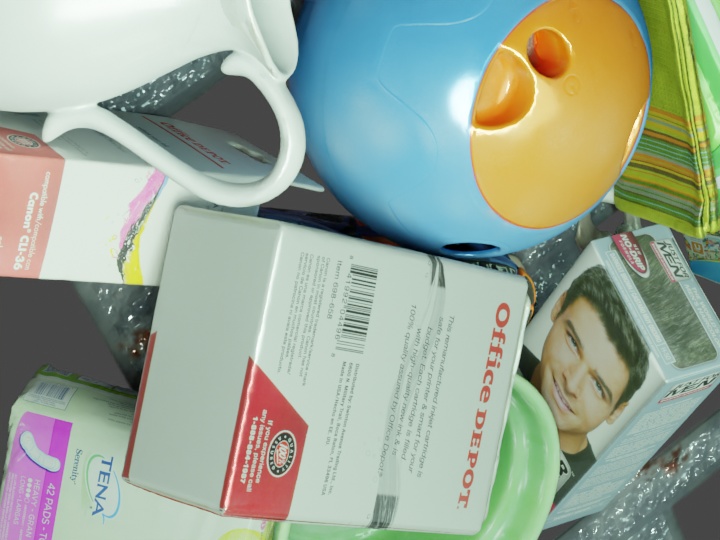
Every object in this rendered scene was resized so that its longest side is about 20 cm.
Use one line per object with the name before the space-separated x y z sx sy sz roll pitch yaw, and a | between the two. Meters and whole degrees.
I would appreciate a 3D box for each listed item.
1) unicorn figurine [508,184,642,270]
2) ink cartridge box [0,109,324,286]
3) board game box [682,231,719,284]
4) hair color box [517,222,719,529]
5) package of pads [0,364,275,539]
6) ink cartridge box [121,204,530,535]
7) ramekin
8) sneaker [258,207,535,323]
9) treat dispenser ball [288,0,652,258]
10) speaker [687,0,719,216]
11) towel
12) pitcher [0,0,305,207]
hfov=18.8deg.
unicorn figurine | 0.112 -0.054 1.331 0.200 0.074 0.138 -36 117 -10
ink cartridge box | -0.132 -0.040 1.145 0.199 0.116 0.068 4 108 -35
board game box | 0.265 -0.074 1.380 0.064 0.147 0.201 -36 126 -26
hair color box | 0.145 0.069 1.333 0.060 0.099 0.200 -13 154 -29
package of pads | -0.130 0.169 1.223 0.153 0.068 0.201 13 108 6
ink cartridge box | -0.013 0.056 1.133 0.199 0.083 0.145 12 89 -46
ramekin | 0.014 0.123 1.322 0.199 0.098 0.201 -16 124 -26
sneaker | 0.000 0.000 1.271 0.199 0.079 0.076 12 112 -11
treat dispenser ball | 0.060 -0.108 1.192 0.200 0.201 0.202 -14 118 -29
speaker | 0.197 -0.137 1.267 0.088 0.088 0.201 -26 92 -22
towel | 0.158 -0.118 1.241 0.018 0.086 0.201 -26 115 -28
pitcher | -0.123 -0.115 1.058 0.121 0.198 0.173 -13 101 -77
